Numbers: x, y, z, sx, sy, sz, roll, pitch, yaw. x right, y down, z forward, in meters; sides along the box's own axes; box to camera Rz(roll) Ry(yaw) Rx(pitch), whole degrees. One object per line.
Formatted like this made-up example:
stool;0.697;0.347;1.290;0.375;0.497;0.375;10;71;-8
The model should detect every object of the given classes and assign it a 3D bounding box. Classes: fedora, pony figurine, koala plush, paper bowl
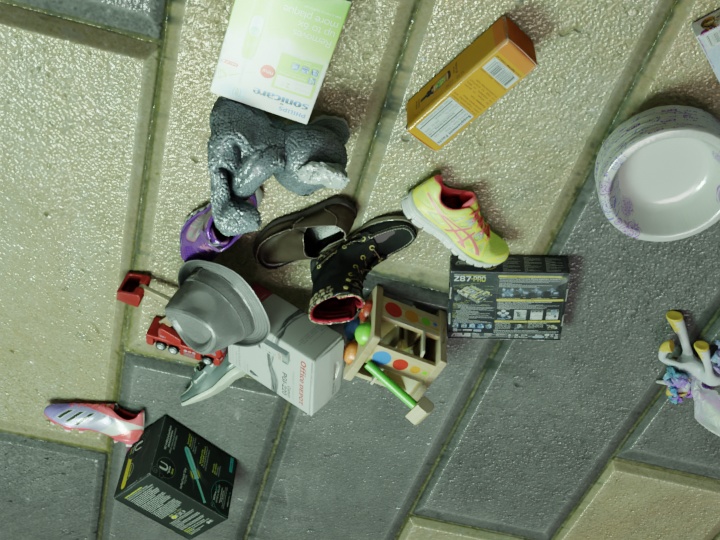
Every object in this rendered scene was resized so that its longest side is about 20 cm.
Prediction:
fedora;-0.250;0.075;1.544;0.199;0.090;0.178;7;131;45
pony figurine;0.607;0.179;1.644;0.192;0.167;0.201;19;144;32
koala plush;-0.110;-0.164;1.360;0.198;0.178;0.185;1;128;4
paper bowl;0.442;-0.149;1.373;0.199;0.105;0.202;3;132;3

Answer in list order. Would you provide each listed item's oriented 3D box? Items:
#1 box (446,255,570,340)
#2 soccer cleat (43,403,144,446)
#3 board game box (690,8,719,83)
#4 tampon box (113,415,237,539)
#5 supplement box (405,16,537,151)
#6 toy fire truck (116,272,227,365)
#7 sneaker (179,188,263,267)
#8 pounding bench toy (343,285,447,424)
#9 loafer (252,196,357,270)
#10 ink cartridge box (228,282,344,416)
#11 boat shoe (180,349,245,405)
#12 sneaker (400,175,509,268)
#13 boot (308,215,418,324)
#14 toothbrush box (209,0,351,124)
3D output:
box;0.248;0.049;1.605;0.198;0.049;0.162;0;134;4
soccer cleat;-0.528;0.289;1.885;0.199;0.067;0.077;18;100;-4
board game box;0.580;-0.297;1.270;0.199;0.041;0.200;-25;125;24
tampon box;-0.373;0.424;1.924;0.126;0.150;0.200;-34;121;29
supplement box;0.151;-0.258;1.325;0.069;0.067;0.200;35;126;-28
toy fire truck;-0.328;0.088;1.671;0.199;0.049;0.141;17;139;3
sneaker;-0.234;-0.061;1.518;0.080;0.089;0.200;29;130;-23
pounding bench toy;0.051;0.152;1.611;0.155;0.201;0.124;21;131;-15
loafer;-0.097;-0.051;1.527;0.199;0.071;0.073;-29;124;27
ink cartridge box;-0.132;0.136;1.629;0.199;0.085;0.146;28;137;23
boat shoe;-0.281;0.198;1.789;0.200;0.073;0.062;-34;78;38
sneaker;0.164;-0.078;1.479;0.199;0.078;0.090;30;125;-20
boot;0.000;0.000;1.511;0.199;0.151;0.073;-18;128;20
toothbrush box;-0.107;-0.320;1.278;0.145;0.086;0.201;17;132;-11
